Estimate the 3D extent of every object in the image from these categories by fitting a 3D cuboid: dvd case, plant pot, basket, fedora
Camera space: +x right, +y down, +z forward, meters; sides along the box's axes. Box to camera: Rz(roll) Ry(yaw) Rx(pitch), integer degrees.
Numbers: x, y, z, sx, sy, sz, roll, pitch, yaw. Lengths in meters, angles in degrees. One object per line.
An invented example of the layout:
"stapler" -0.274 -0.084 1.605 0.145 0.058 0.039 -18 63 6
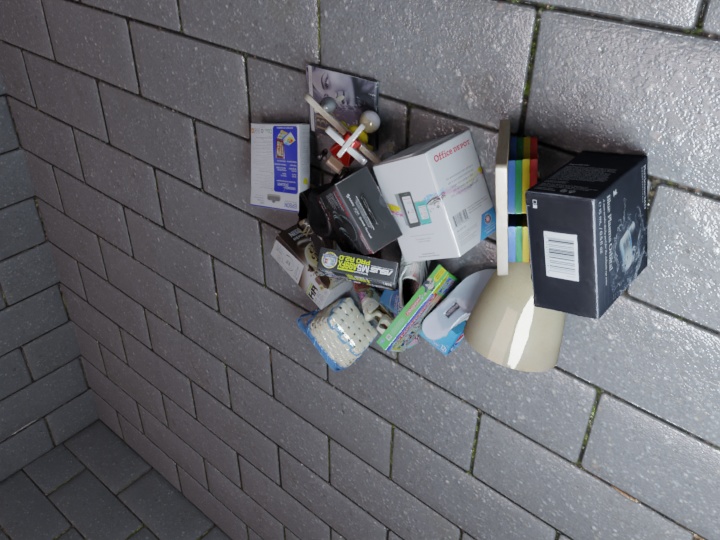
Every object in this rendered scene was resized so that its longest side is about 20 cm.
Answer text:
"dvd case" -0.041 -0.353 1.442 0.198 0.016 0.151 25 131 34
"plant pot" 0.306 0.050 1.238 0.186 0.186 0.203 28 117 31
"basket" -0.061 0.167 1.697 0.199 0.139 0.177 -29 103 45
"fedora" -0.062 -0.132 1.491 0.200 0.090 0.204 10 102 61

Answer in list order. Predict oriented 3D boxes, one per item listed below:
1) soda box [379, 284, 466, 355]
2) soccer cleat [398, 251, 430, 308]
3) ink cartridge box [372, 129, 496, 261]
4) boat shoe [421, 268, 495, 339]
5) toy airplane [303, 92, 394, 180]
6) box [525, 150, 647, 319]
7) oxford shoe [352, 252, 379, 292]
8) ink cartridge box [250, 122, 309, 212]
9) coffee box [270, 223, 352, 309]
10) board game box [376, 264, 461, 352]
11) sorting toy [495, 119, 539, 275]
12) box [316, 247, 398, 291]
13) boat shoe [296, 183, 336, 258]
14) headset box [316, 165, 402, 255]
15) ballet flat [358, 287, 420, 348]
"soda box" 0.142 0.096 1.492 0.199 0.067 0.065 38 123 22
"soccer cleat" 0.114 -0.012 1.408 0.068 0.085 0.203 9 98 11
"ink cartridge box" 0.146 -0.142 1.282 0.145 0.146 0.203 -5 110 48
"boat shoe" 0.217 0.068 1.390 0.202 0.086 0.075 -44 82 15
"toy airplane" -0.011 -0.269 1.347 0.198 0.142 0.200 34 170 39
"box" 0.365 -0.063 1.063 0.116 0.199 0.199 12 123 41
"oxford shoe" 0.001 -0.046 1.569 0.075 0.070 0.203 41 134 47
"ink cartridge box" -0.194 -0.249 1.596 0.196 0.047 0.203 13 108 44
"coffee box" -0.115 -0.019 1.658 0.200 0.113 0.080 45 138 14
"board game box" 0.124 0.083 1.382 0.029 0.134 0.201 41 97 20
"sorting toy" 0.270 -0.129 1.140 0.068 0.201 0.201 1 123 14
"box" 0.000 0.000 1.388 0.158 0.200 0.045 12 85 5
"boat shoe" -0.120 -0.110 1.602 0.074 0.073 0.203 -32 74 49
"headset box" -0.003 -0.111 1.315 0.150 0.077 0.200 61 167 -7
"ballet flat" 0.055 0.113 1.600 0.200 0.071 0.070 43 139 18
